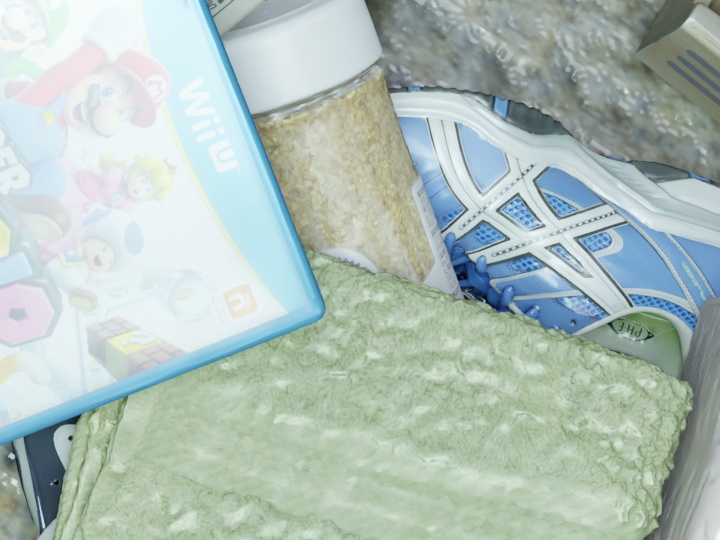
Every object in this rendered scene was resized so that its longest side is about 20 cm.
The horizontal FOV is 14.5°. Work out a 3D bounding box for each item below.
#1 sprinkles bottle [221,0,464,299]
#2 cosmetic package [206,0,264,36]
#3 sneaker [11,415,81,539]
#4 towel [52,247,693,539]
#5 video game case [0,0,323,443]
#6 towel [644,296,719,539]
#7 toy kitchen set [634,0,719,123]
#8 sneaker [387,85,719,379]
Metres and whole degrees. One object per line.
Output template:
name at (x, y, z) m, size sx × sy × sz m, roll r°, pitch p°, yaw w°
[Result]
sprinkles bottle at (0.000, 0.000, 1.013) m, size 0.068 × 0.068 × 0.200 m, roll -26°, pitch 105°, yaw -20°
cosmetic package at (-0.142, -0.078, 0.962) m, size 0.200 × 0.071 × 0.105 m, roll -37°, pitch 130°, yaw 11°
sneaker at (-0.101, 0.112, 0.990) m, size 0.199 × 0.079 × 0.130 m, roll -44°, pitch 72°, yaw -6°
towel at (0.002, 0.072, 0.946) m, size 0.200 × 0.036 × 0.149 m, roll 15°, pitch 73°, yaw 6°
video game case at (-0.129, -0.015, 0.908) m, size 0.200 × 0.018 × 0.143 m, roll -22°, pitch 103°, yaw -1°
towel at (0.113, 0.104, 0.961) m, size 0.032 × 0.191 × 0.200 m, roll 16°, pitch 89°, yaw 2°
toy kitchen set at (0.212, -0.049, 1.040) m, size 0.180 × 0.200 × 0.163 m, roll 37°, pitch 67°, yaw -11°
sneaker at (0.061, -0.011, 1.065) m, size 0.200 × 0.076 × 0.077 m, roll 16°, pitch 66°, yaw -9°
